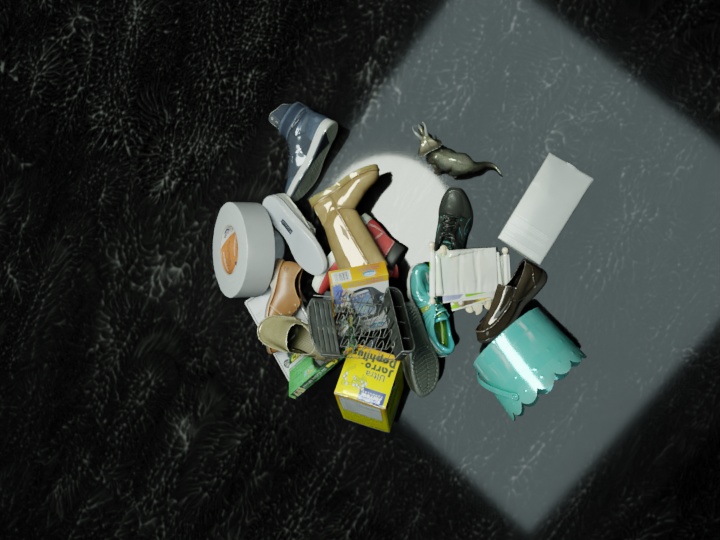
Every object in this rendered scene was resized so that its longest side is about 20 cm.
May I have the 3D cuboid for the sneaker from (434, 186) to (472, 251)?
[{"bbox_3d":[0.191,-0.073,1.570,0.074,0.079,0.204,4,92,12],"label":"sneaker"}]

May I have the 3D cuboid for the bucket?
[{"bbox_3d":[0.328,0.181,1.488,0.207,0.207,0.135,-44,71,11],"label":"bucket"}]

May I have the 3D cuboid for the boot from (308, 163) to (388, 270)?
[{"bbox_3d":[0.004,-0.093,1.568,0.173,0.066,0.202,-29,83,13],"label":"boot"}]

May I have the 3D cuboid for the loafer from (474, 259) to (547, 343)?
[{"bbox_3d":[0.292,0.059,1.534,0.071,0.073,0.201,44,78,-15],"label":"loafer"}]

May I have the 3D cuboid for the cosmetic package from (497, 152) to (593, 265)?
[{"bbox_3d":[0.371,-0.123,1.524,0.106,0.090,0.202,34,96,9],"label":"cosmetic package"}]

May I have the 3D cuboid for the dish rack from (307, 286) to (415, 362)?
[{"bbox_3d":[-0.003,0.103,1.456,0.196,0.155,0.055,5,138,-21],"label":"dish rack"}]

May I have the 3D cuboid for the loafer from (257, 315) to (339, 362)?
[{"bbox_3d":[-0.133,0.128,1.499,0.197,0.067,0.077,9,80,33],"label":"loafer"}]

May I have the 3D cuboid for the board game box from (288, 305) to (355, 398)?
[{"bbox_3d":[-0.081,0.167,1.543,0.023,0.106,0.200,27,127,-30],"label":"board game box"}]

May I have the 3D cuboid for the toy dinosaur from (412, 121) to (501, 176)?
[{"bbox_3d":[0.189,-0.222,1.551,0.198,0.102,0.078,31,99,11],"label":"toy dinosaur"}]

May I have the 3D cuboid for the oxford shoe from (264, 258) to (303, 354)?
[{"bbox_3d":[-0.161,0.080,1.600,0.070,0.071,0.204,10,93,8],"label":"oxford shoe"}]

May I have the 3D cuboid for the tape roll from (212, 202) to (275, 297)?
[{"bbox_3d":[-0.252,-0.044,1.616,0.065,0.199,0.205,-1,91,-32],"label":"tape roll"}]

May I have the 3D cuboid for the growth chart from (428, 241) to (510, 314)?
[{"bbox_3d":[0.224,0.017,1.543,0.196,0.018,0.148,1,98,-19],"label":"growth chart"}]

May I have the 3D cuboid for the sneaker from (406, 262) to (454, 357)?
[{"bbox_3d":[0.155,0.080,1.574,0.076,0.079,0.204,-18,94,-24],"label":"sneaker"}]

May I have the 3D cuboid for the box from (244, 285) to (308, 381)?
[{"bbox_3d":[-0.154,0.124,1.665,0.116,0.060,0.202,-33,86,12],"label":"box"}]

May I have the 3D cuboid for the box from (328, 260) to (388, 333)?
[{"bbox_3d":[0.000,0.070,1.566,0.117,0.202,0.042,-11,48,-6],"label":"box"}]

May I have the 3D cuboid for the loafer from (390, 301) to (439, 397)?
[{"bbox_3d":[0.107,0.162,1.570,0.074,0.069,0.204,-18,97,-31],"label":"loafer"}]

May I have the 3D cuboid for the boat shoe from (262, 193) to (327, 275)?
[{"bbox_3d":[-0.125,-0.081,1.604,0.201,0.069,0.071,51,129,10],"label":"boat shoe"}]

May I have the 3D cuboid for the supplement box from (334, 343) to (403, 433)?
[{"bbox_3d":[0.022,0.244,1.546,0.107,0.201,0.111,15,67,11],"label":"supplement box"}]

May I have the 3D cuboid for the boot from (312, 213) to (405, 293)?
[{"bbox_3d":[0.000,0.000,1.622,0.144,0.072,0.201,41,97,7],"label":"boot"}]

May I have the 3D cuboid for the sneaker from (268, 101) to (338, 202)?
[{"bbox_3d":[-0.148,-0.264,1.644,0.145,0.077,0.205,34,107,18],"label":"sneaker"}]
